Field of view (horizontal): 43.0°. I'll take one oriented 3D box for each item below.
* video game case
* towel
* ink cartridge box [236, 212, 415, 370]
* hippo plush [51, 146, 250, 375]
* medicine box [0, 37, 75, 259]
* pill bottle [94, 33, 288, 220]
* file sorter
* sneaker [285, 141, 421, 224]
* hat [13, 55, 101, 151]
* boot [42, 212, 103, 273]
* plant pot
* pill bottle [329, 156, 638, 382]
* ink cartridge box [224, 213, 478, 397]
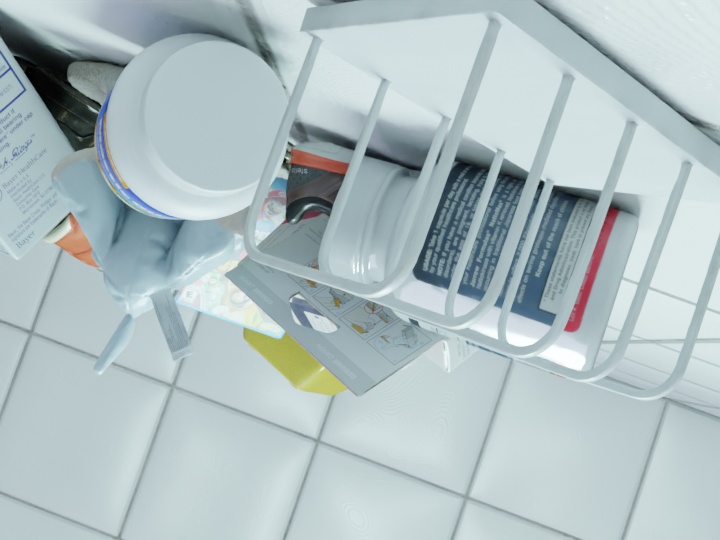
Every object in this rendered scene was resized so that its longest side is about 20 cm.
[{"bbox_3d":[-0.107,-0.021,1.036,0.142,0.201,0.018,21,-153,-24],"label":"video game case"},{"bbox_3d":[-0.153,-0.131,0.819,0.132,0.035,0.199,16,174,39],"label":"towel"},{"bbox_3d":[0.000,0.000,0.913,0.198,0.145,0.085,15,139,41],"label":"ink cartridge box"},{"bbox_3d":[-0.153,-0.041,0.794,0.157,0.203,0.161,-11,-170,10],"label":"hippo plush"},{"bbox_3d":[-0.356,-0.129,0.776,0.181,0.103,0.201,17,145,37],"label":"medicine box"},{"bbox_3d":[-0.110,-0.088,0.589,0.111,0.113,0.200,21,176,-19],"label":"pill bottle"},{"bbox_3d":[0.066,-0.028,0.440,0.199,0.126,0.138,22,176,-37],"label":"file sorter"},{"bbox_3d":[0.030,-0.040,0.752,0.197,0.083,0.077,16,175,0],"label":"sneaker"},{"bbox_3d":[-0.284,-0.138,0.893,0.199,0.082,0.201,26,180,0],"label":"hat"},{"bbox_3d":[-0.237,-0.063,0.913,0.199,0.076,0.107,-31,138,32],"label":"boot"},{"bbox_3d":[-0.043,0.053,1.229,0.195,0.201,0.194,39,-175,24],"label":"plant pot"},{"bbox_3d":[0.082,-0.010,0.643,0.198,0.121,0.120,19,176,16],"label":"pill bottle"},{"bbox_3d":[0.010,0.018,0.773,0.200,0.175,0.045,37,151,41],"label":"ink cartridge box"}]
